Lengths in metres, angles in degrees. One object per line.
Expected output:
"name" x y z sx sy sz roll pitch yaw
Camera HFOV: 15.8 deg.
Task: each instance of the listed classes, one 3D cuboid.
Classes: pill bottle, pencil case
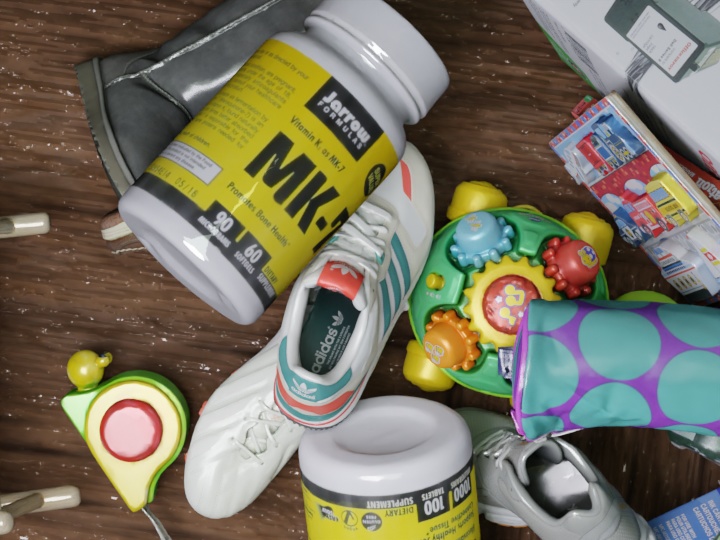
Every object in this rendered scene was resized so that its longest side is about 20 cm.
"pill bottle" -0.044 -0.075 1.602 0.114 0.114 0.200 42 79 0
"pill bottle" 0.024 0.193 1.686 0.112 0.113 0.201 -6 113 1
"pencil case" 0.189 0.068 1.619 0.199 0.085 0.093 4 106 -6

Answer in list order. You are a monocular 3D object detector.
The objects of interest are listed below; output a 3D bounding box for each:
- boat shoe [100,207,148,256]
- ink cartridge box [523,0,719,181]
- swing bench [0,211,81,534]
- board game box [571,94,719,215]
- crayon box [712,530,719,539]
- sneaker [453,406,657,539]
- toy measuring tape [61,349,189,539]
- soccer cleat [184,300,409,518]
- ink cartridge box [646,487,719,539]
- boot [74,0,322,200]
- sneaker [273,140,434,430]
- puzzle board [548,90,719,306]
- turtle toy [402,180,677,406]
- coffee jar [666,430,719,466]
"boat shoe" -0.070 -0.025 1.726 0.202 0.075 0.075 -12 97 1
"ink cartridge box" 0.204 -0.130 1.647 0.084 0.146 0.200 -45 64 0
"swing bench" -0.304 0.072 1.682 0.199 0.130 0.200 -7 91 17
"board game box" 0.219 -0.039 1.647 0.019 0.200 0.103 -47 131 -2
"crayon box" 0.286 0.226 1.633 0.200 0.051 0.127 21 118 -31
"sneaker" 0.111 0.127 1.671 0.076 0.200 0.092 -43 132 -14
"toy measuring tape" -0.127 0.133 1.733 0.073 0.074 0.200 -34 95 1
"soccer cleat" -0.044 0.079 1.703 0.069 0.078 0.200 41 80 -31
"ink cartridge box" 0.223 0.223 1.691 0.200 0.076 0.137 -24 131 2
"boot" -0.080 -0.121 1.694 0.200 0.073 0.182 -20 49 0
"sneaker" -0.001 0.000 1.640 0.070 0.093 0.200 21 75 4
"puzzle board" 0.186 -0.039 1.656 0.017 0.200 0.151 -41 90 -7
"turtle toy" 0.120 0.027 1.707 0.199 0.101 0.146 16 91 1
"coffee jar" 0.284 0.039 1.711 0.104 0.085 0.200 21 92 -10
